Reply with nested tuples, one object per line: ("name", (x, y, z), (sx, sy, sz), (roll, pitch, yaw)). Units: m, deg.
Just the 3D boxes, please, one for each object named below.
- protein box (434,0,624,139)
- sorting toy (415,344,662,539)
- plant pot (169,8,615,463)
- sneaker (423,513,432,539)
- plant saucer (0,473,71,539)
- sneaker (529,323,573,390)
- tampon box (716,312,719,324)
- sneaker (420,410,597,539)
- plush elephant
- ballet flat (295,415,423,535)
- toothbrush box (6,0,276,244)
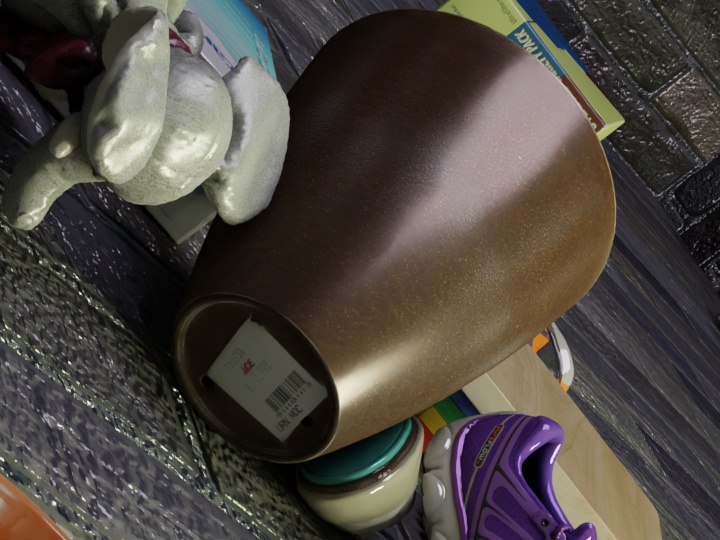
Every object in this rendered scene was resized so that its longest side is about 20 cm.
("protein box", (0.063, -0.095, 1.698), (0.135, 0.200, 0.199), (53, 11, 2))
("sorting toy", (0.108, 0.127, 1.534), (0.199, 0.069, 0.200), (52, 10, -6))
("plant pot", (0.000, 0.000, 1.174), (0.187, 0.187, 0.200), (51, 44, -7))
("sneaker", (0.082, 0.165, 1.340), (0.200, 0.075, 0.081), (-87, 152, -70))
("plant saucer", (-0.107, 0.132, 0.725), (0.201, 0.032, 0.200), (51, 10, -13))
("sneaker", (0.093, 0.006, 1.831), (0.112, 0.077, 0.200), (40, 17, -52))
("tampon box", (0.665, 0.116, 3.669), (0.200, 0.150, 0.126), (56, 11, 19))
("sneaker", (0.079, 0.160, 1.181), (0.081, 0.083, 0.201), (41, 39, -58))
("plush elephant", (-0.114, -0.087, 1.079), (0.165, 0.199, 0.156), (32, 46, -55))
("ballet flat", (0.003, 0.097, 1.231), (0.070, 0.069, 0.200), (50, 10, -14))
("toothbrush box", (-0.119, -0.128, 1.351), (0.147, 0.085, 0.200), (49, 11, -25))
